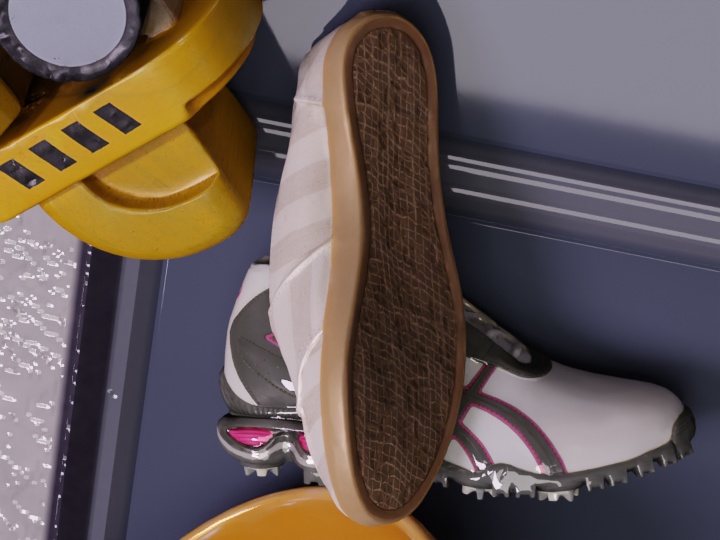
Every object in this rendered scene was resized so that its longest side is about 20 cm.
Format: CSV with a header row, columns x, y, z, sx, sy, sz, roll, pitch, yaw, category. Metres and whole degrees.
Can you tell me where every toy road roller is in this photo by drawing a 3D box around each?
x,y,z,sx,sy,sz,roll,pitch,yaw,category
-0.128,-0.062,0.855,0.200,0.123,0.146,-28,116,16,toy road roller

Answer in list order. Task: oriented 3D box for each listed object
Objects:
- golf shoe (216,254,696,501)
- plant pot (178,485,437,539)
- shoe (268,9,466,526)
x,y,z,sx,sy,sz,roll,pitch,yaw,category
0.040,0.045,0.896,0.200,0.077,0.088,3,102,5,golf shoe
-0.001,0.222,0.907,0.200,0.200,0.183,-28,130,17,plant pot
0.000,0.000,0.858,0.053,0.070,0.200,-6,82,48,shoe
